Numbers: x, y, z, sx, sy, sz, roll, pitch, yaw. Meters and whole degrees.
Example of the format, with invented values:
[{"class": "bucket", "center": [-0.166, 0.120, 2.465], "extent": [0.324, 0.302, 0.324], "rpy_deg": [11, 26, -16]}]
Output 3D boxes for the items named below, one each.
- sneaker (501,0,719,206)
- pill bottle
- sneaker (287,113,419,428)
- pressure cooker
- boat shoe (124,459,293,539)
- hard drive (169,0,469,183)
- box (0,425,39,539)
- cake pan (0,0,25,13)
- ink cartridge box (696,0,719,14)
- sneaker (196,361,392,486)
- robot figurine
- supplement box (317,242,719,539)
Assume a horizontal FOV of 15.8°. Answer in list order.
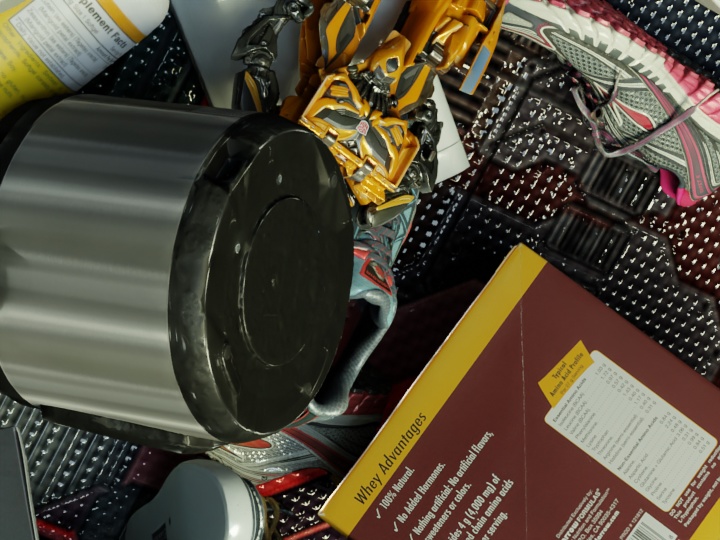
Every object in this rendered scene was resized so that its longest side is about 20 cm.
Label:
[{"class": "sneaker", "center": [0.153, -0.107, 1.539], "extent": [0.199, 0.081, 0.075], "rpy_deg": [32, 102, -24]}, {"class": "pill bottle", "center": [-0.175, -0.152, 1.410], "extent": [0.200, 0.111, 0.111], "rpy_deg": [-38, 116, 3]}, {"class": "sneaker", "center": [0.000, 0.000, 1.485], "extent": [0.079, 0.095, 0.201], "rpy_deg": [24, 85, -30]}, {"class": "pressure cooker", "center": [-0.122, -0.006, 1.372], "extent": [0.180, 0.199, 0.176], "rpy_deg": [-67, 150, -29]}, {"class": "boat shoe", "center": [-0.072, 0.152, 1.531], "extent": [0.090, 0.200, 0.071], "rpy_deg": [-1, 78, -20]}, {"class": "hard drive", "center": [-0.028, -0.123, 1.512], "extent": [0.131, 0.027, 0.201], "rpy_deg": [-24, 115, -6]}, {"class": "box", "center": [-0.283, 0.189, 1.477], "extent": [0.198, 0.105, 0.183], "rpy_deg": [-7, 148, -13]}, {"class": "cake pan", "center": [-0.217, -0.212, 1.353], "extent": [0.199, 0.201, 0.037], "rpy_deg": [-29, 157, -3]}, {"class": "ink cartridge box", "center": [0.229, -0.265, 1.496], "extent": [0.146, 0.086, 0.200], "rpy_deg": [40, 95, -25]}, {"class": "sneaker", "center": [-0.081, 0.093, 1.554], "extent": [0.198, 0.078, 0.083], "rpy_deg": [7, 110, -18]}, {"class": "robot figurine", "center": [0.010, -0.125, 1.443], "extent": [0.145, 0.058, 0.201], "rpy_deg": [35, 68, -25]}, {"class": "supplement box", "center": [0.113, 0.125, 1.530], "extent": [0.199, 0.133, 0.198], "rpy_deg": [36, 87, 5]}]
